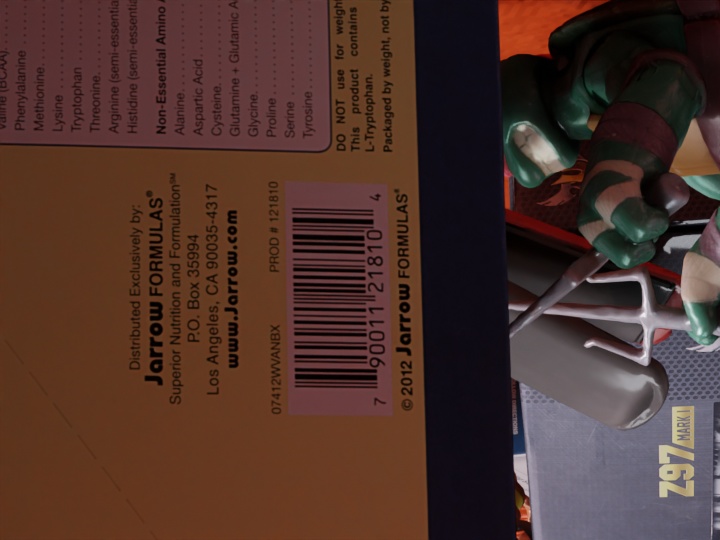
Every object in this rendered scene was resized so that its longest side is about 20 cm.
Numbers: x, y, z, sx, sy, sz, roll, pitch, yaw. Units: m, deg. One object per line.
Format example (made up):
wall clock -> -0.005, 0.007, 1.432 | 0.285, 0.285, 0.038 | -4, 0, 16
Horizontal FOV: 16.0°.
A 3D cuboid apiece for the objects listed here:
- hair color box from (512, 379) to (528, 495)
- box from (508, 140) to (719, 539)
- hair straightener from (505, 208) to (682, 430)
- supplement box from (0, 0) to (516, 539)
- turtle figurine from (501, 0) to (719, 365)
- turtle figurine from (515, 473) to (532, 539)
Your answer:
hair color box -> 0.085, 0.062, 1.123 | 0.199, 0.061, 0.100 | -7, 164, 22
box -> 0.131, 0.033, 0.858 | 0.156, 0.051, 0.201 | -2, 138, 4
hair straightener -> 0.000, 0.000, 0.745 | 0.199, 0.077, 0.041 | 25, 140, -8
supplement box -> -0.075, 0.012, 0.592 | 0.198, 0.201, 0.134 | 1, 165, -8
turtle figurine -> 0.095, -0.032, 0.653 | 0.199, 0.101, 0.149 | -9, 173, 27
turtle figurine -> 0.031, 0.116, 0.934 | 0.064, 0.200, 0.162 | -6, 126, 29
